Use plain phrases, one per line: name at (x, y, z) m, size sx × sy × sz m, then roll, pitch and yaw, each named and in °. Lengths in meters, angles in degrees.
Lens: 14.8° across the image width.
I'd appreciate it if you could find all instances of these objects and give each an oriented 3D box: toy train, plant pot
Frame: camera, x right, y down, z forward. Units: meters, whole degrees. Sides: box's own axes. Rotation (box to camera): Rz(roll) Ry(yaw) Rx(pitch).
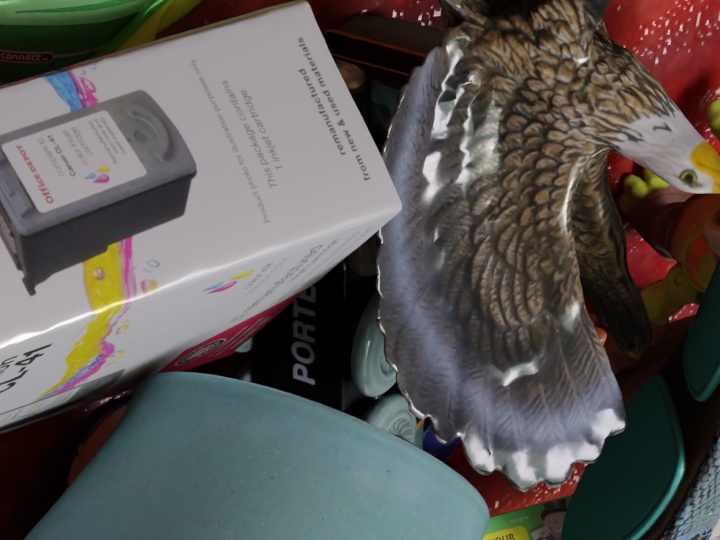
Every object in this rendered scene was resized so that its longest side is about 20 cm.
toy train at (0.000, 0.000, 1.059) m, size 0.114 × 0.085 × 0.200 m, roll -44°, pitch 142°, yaw -48°
plant pot at (-0.047, 0.144, 0.945) m, size 0.200 × 0.200 × 0.188 m, roll 41°, pitch 65°, yaw -49°

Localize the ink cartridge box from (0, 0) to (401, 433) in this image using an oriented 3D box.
ink cartridge box at (-0.109, -0.003, 0.910) m, size 0.200 × 0.086 × 0.148 m, roll -21°, pitch 170°, yaw -34°

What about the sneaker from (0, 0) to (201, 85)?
sneaker at (-0.065, -0.137, 0.919) m, size 0.200 × 0.074 × 0.084 m, roll -46°, pitch 143°, yaw -9°

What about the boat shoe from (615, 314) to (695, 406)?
boat shoe at (0.142, 0.059, 1.177) m, size 0.072 × 0.200 × 0.065 m, roll -23°, pitch 93°, yaw 5°

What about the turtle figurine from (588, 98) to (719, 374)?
turtle figurine at (0.153, -0.025, 1.131) m, size 0.200 × 0.064 × 0.161 m, roll -55°, pitch -175°, yaw 17°

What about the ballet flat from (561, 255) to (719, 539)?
ballet flat at (0.138, 0.052, 1.002) m, size 0.074 × 0.074 × 0.200 m, roll -15°, pitch 147°, yaw -36°

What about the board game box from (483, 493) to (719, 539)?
board game box at (0.117, 0.110, 1.148) m, size 0.199 × 0.029 × 0.135 m, roll -13°, pitch 163°, yaw -16°

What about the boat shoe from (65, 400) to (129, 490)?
boat shoe at (-0.083, 0.152, 1.099) m, size 0.072 × 0.072 × 0.200 m, roll -20°, pitch 129°, yaw -32°

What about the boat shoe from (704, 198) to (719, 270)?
boat shoe at (0.161, -0.015, 1.031) m, size 0.069 × 0.074 × 0.201 m, roll 6°, pitch 114°, yaw -7°

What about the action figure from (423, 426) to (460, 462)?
action figure at (0.053, 0.022, 1.148) m, size 0.052 × 0.065 × 0.200 m, roll 13°, pitch 109°, yaw -24°

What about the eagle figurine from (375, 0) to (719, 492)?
eagle figurine at (0.067, -0.044, 0.963) m, size 0.151 × 0.151 × 0.200 m, roll -1°, pitch 125°, yaw -30°
